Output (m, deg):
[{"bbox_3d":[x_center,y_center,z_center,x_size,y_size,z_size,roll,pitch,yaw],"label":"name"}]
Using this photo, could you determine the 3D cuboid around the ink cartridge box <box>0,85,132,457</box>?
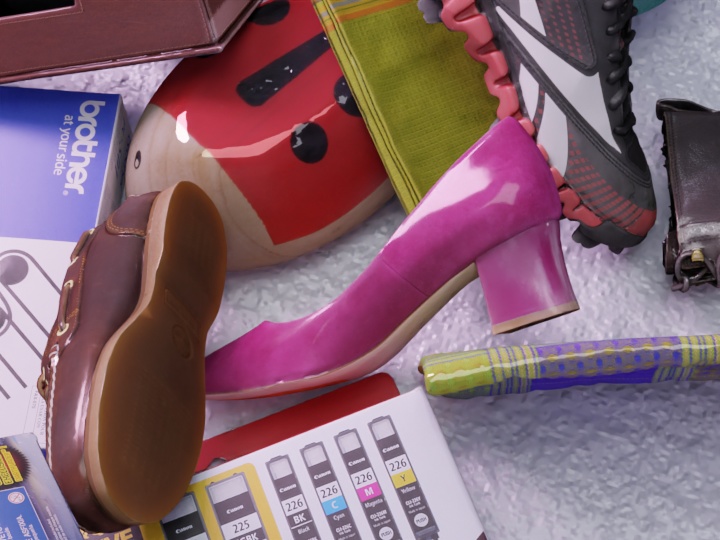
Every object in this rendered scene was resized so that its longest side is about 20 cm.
[{"bbox_3d":[-0.179,0.002,0.811,0.094,0.044,0.200,4,63,4],"label":"ink cartridge box"}]

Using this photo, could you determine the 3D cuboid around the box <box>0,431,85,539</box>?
[{"bbox_3d":[-0.131,0.182,0.616,0.040,0.200,0.137,-7,39,-28],"label":"box"}]

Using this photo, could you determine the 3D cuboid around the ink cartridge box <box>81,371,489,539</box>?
[{"bbox_3d":[-0.047,0.137,0.713,0.200,0.084,0.176,-21,64,-7],"label":"ink cartridge box"}]

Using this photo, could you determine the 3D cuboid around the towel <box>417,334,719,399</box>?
[{"bbox_3d":[0.127,0.044,0.722,0.200,0.144,0.023,-3,85,1],"label":"towel"}]

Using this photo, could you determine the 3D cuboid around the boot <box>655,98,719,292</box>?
[{"bbox_3d":[0.237,-0.010,0.787,0.174,0.069,0.200,-8,56,2],"label":"boot"}]

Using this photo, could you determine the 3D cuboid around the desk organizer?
[{"bbox_3d":[-0.160,-0.146,0.814,0.200,0.077,0.072,-6,28,19],"label":"desk organizer"}]

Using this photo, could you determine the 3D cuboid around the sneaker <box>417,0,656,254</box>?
[{"bbox_3d":[0.104,-0.103,0.781,0.098,0.071,0.200,-26,102,24],"label":"sneaker"}]

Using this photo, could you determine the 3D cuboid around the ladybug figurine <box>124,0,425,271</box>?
[{"bbox_3d":[-0.037,-0.085,0.830,0.200,0.072,0.136,-41,68,-16],"label":"ladybug figurine"}]

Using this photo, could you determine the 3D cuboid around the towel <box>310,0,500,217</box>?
[{"bbox_3d":[0.029,-0.109,0.803,0.086,0.018,0.200,-26,94,-33],"label":"towel"}]

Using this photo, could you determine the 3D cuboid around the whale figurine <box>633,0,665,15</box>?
[{"bbox_3d":[0.098,-0.196,0.876,0.200,0.104,0.159,17,40,35],"label":"whale figurine"}]

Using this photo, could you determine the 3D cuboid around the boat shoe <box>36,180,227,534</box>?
[{"bbox_3d":[-0.108,0.041,0.719,0.070,0.070,0.200,-19,34,20],"label":"boat shoe"}]

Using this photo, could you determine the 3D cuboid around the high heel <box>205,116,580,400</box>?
[{"bbox_3d":[0.000,0.000,0.761,0.200,0.067,0.096,-18,83,19],"label":"high heel"}]
